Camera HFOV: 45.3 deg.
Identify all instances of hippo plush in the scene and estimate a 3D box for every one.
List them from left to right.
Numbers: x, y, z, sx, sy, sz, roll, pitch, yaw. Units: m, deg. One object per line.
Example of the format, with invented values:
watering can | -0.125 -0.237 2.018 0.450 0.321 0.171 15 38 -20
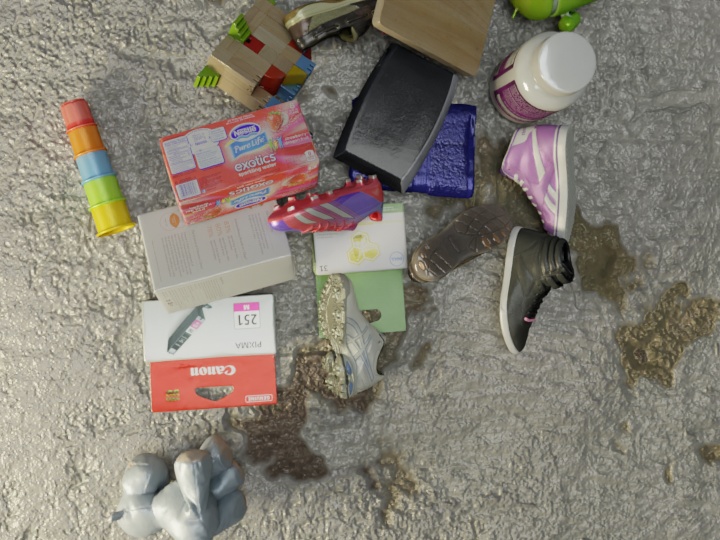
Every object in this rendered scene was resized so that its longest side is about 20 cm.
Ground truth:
hippo plush | -0.272 0.346 1.280 0.160 0.159 0.201 -4 76 23

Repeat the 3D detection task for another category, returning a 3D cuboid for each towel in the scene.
towel | 0.080 -0.190 1.340 0.199 0.050 0.148 4 84 -7

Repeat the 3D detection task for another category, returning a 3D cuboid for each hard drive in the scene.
hard drive | 0.057 -0.232 1.293 0.134 0.042 0.201 27 83 -4

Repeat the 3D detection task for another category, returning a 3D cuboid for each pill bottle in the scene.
pill bottle | 0.270 -0.286 1.273 0.112 0.200 0.113 0 92 -7

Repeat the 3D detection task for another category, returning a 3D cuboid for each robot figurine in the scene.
robot figurine | 0.311 -0.458 1.324 0.199 0.116 0.176 -22 106 -6

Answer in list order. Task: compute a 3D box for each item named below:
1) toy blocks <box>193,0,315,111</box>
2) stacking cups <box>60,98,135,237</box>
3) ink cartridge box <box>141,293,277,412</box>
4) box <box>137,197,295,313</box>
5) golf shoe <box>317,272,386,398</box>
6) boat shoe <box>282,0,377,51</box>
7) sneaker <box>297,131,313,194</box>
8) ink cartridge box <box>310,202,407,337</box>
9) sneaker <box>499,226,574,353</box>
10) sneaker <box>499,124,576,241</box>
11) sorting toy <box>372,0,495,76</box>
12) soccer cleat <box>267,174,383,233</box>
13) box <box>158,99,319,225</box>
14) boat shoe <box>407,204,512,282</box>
toy blocks | -0.132 -0.306 1.268 0.136 0.100 0.200 34 56 -7
stacking cups | -0.396 -0.151 1.273 0.060 0.061 0.201 -21 91 -6
ink cartridge box | -0.226 0.126 1.308 0.199 0.044 0.175 -3 91 -7
box | -0.207 -0.033 1.258 0.199 0.098 0.125 -15 69 -7
golf shoe | -0.009 0.093 1.317 0.097 0.078 0.201 -13 114 -26
boat shoe | -0.021 -0.372 1.291 0.199 0.073 0.065 -21 95 -24
sneaker | -0.169 -0.188 1.294 0.199 0.075 0.114 14 84 -8
ink cartridge box | 0.000 0.000 1.333 0.145 0.048 0.201 -4 90 -8
sneaker | 0.276 0.034 1.336 0.099 0.071 0.201 5 92 31
sneaker | 0.279 -0.131 1.363 0.114 0.073 0.201 2 109 25
sorting toy | 0.105 -0.418 1.291 0.199 0.069 0.200 18 84 -37
soccer cleat | -0.043 -0.081 1.241 0.200 0.067 0.077 -25 109 -37
box | -0.166 -0.149 1.197 0.199 0.095 0.103 -19 76 -10
boat shoe | 0.148 -0.042 1.339 0.199 0.073 0.075 -27 87 -27
